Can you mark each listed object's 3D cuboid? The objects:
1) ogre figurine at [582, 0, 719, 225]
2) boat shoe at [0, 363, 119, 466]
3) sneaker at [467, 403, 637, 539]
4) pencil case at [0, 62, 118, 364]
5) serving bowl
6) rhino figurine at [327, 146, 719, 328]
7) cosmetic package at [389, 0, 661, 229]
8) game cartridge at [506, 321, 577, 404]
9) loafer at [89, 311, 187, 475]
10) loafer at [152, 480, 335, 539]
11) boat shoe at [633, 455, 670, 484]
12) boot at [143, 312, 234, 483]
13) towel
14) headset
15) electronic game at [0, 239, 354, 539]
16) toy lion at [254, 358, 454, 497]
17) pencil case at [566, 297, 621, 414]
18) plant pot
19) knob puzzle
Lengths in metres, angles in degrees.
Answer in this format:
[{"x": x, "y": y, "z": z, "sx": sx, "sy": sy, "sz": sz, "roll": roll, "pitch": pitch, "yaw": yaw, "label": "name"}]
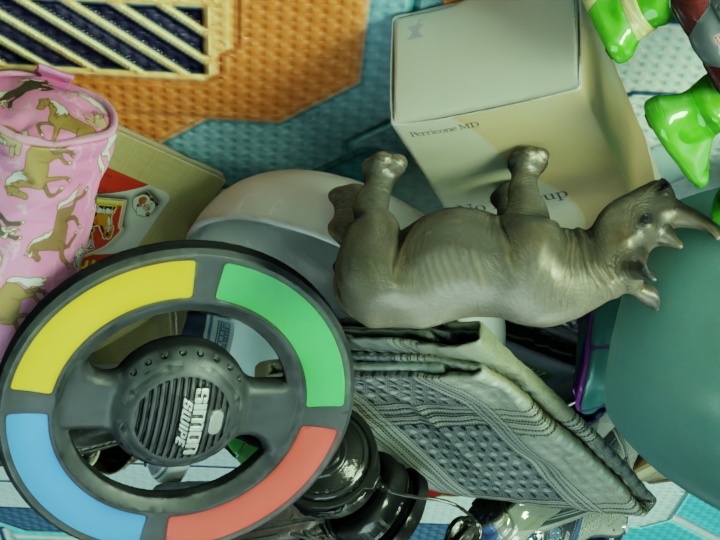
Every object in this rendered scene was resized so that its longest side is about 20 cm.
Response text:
[{"x": 0.175, "y": -0.116, "z": 0.757, "sx": 0.120, "sy": 0.200, "sz": 0.098, "roll": -27, "pitch": -179, "yaw": 20, "label": "ogre figurine"}, {"x": -0.184, "y": 0.095, "z": 1.013, "sx": 0.200, "sy": 0.064, "sz": 0.071, "roll": -1, "pitch": -168, "yaw": 21, "label": "boat shoe"}, {"x": 0.151, "y": 0.149, "z": 1.133, "sx": 0.077, "sy": 0.200, "sz": 0.085, "roll": -23, "pitch": 101, "yaw": 49, "label": "sneaker"}, {"x": -0.186, "y": -0.010, "z": 0.905, "sx": 0.083, "sy": 0.087, "sz": 0.200, "roll": -12, "pitch": 131, "yaw": -39, "label": "pencil case"}, {"x": 0.000, "y": 0.000, "z": 0.970, "sx": 0.200, "sy": 0.066, "sz": 0.200, "roll": 23, "pitch": 159, "yaw": 10, "label": "serving bowl"}, {"x": 0.078, "y": -0.012, "z": 0.824, "sx": 0.200, "sy": 0.088, "sz": 0.060, "roll": -2, "pitch": 152, "yaw": 10, "label": "rhino figurine"}, {"x": 0.096, "y": -0.064, "z": 0.896, "sx": 0.105, "sy": 0.071, "sz": 0.200, "roll": -10, "pitch": 149, "yaw": 20, "label": "cosmetic package"}, {"x": 0.067, "y": 0.064, "z": 1.166, "sx": 0.200, "sy": 0.041, "sz": 0.133, "roll": 21, "pitch": 149, "yaw": -32, "label": "game cartridge"}, {"x": -0.149, "y": 0.052, "z": 1.061, "sx": 0.076, "sy": 0.067, "sz": 0.200, "roll": 3, "pitch": 126, "yaw": -1, "label": "loafer"}, {"x": -0.056, "y": 0.191, "z": 1.223, "sx": 0.200, "sy": 0.063, "sz": 0.072, "roll": 2, "pitch": 163, "yaw": -1, "label": "loafer"}, {"x": 0.251, "y": 0.117, "z": 1.226, "sx": 0.065, "sy": 0.072, "sz": 0.200, "roll": 10, "pitch": 153, "yaw": -33, "label": "boat shoe"}, {"x": -0.154, "y": 0.086, "z": 1.191, "sx": 0.090, "sy": 0.073, "sz": 0.200, "roll": 14, "pitch": 141, "yaw": -9, "label": "boot"}, {"x": 0.051, "y": 0.089, "z": 0.979, "sx": 0.192, "sy": 0.035, "sz": 0.200, "roll": 2, "pitch": 147, "yaw": 47, "label": "towel"}, {"x": -0.011, "y": 0.142, "z": 1.003, "sx": 0.200, "sy": 0.094, "sz": 0.124, "roll": 14, "pitch": 157, "yaw": 41, "label": "headset"}, {"x": -0.100, "y": 0.073, "z": 0.906, "sx": 0.200, "sy": 0.042, "sz": 0.200, "roll": -8, "pitch": 120, "yaw": -13, "label": "electronic game"}, {"x": 0.014, "y": 0.128, "z": 1.197, "sx": 0.200, "sy": 0.069, "sz": 0.192, "roll": 5, "pitch": 158, "yaw": -7, "label": "toy lion"}, {"x": 0.239, "y": 0.056, "z": 1.094, "sx": 0.200, "sy": 0.085, "sz": 0.092, "roll": 3, "pitch": 135, "yaw": -2, "label": "pencil case"}, {"x": 0.224, "y": 0.042, "z": 0.870, "sx": 0.161, "sy": 0.201, "sz": 0.201, "roll": 17, "pitch": 157, "yaw": 21, "label": "plant pot"}, {"x": -0.204, "y": -0.015, "z": 0.970, "sx": 0.219, "sy": 0.030, "sz": 0.220, "roll": -10, "pitch": 128, "yaw": -14, "label": "knob puzzle"}]
